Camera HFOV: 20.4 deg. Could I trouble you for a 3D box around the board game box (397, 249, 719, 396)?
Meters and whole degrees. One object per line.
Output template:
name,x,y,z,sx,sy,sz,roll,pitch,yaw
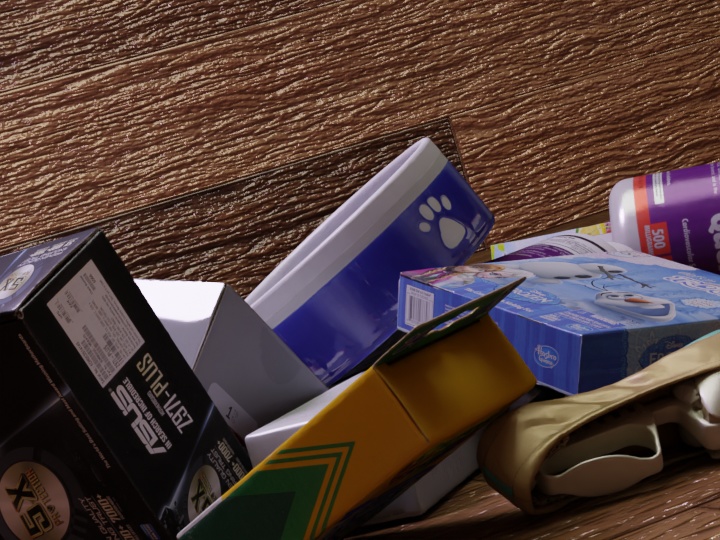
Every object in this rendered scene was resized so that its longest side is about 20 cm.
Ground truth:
board game box,0.158,0.030,1.277,0.198,0.044,0.200,-4,13,-31

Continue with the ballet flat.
ballet flat,0.161,0.085,1.064,0.199,0.069,0.063,-20,31,-9

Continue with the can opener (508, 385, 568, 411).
can opener,0.131,0.065,1.302,0.053,0.067,0.200,-53,-5,16

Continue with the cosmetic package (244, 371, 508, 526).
cosmetic package,0.017,0.104,1.252,0.101,0.072,0.200,-15,3,23

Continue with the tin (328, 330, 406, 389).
tin,0.006,0.074,1.509,0.112,0.042,0.200,-29,21,26

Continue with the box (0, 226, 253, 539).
box,-0.177,0.091,1.194,0.163,0.201,0.086,-13,26,42

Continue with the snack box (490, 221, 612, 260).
snack box,0.237,-0.003,1.772,0.168,0.068,0.200,0,-7,-30

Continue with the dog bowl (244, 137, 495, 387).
dog bowl,0.000,0.000,1.439,0.200,0.079,0.200,-42,4,4

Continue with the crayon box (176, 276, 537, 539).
crayon box,0.008,0.091,1.058,0.200,0.052,0.126,-43,-12,31

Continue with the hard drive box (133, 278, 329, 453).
hard drive box,-0.138,0.075,1.312,0.199,0.077,0.156,1,-32,34

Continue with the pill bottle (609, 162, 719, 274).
pill bottle,0.301,-0.031,1.570,0.199,0.113,0.112,-10,4,12

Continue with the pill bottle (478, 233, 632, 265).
pill bottle,0.133,0.038,1.465,0.112,0.113,0.199,-14,3,42
